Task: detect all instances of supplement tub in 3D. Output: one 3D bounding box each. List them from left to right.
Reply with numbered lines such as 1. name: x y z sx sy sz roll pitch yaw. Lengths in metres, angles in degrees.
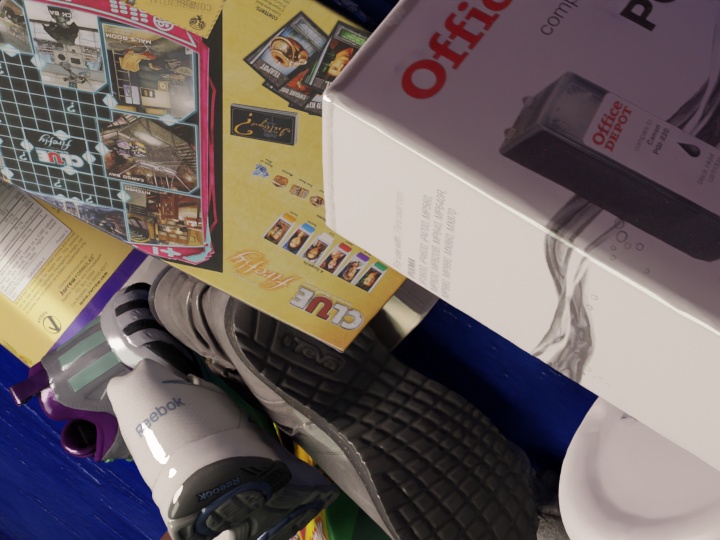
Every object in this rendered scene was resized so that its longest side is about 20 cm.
1. supplement tub: -0.187 -0.045 1.025 0.200 0.145 0.145 40 160 -4
2. supplement tub: 0.185 0.129 0.790 0.132 0.132 0.200 8 145 54

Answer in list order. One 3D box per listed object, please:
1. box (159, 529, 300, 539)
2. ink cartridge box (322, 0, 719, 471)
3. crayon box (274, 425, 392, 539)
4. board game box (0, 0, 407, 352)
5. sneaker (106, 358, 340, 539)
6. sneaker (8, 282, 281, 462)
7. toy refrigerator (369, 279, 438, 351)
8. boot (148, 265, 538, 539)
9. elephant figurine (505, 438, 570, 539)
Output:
1. box: -0.001 0.212 1.227 0.164 0.166 0.200 12 148 52
2. ink cartridge box: 0.108 -0.033 0.551 0.200 0.146 0.085 31 158 17
3. crayon box: -0.011 0.114 1.047 0.127 0.051 0.200 103 153 -67
4. board game box: -0.051 -0.062 0.726 0.200 0.035 0.136 28 120 -23
5. sneaker: -0.066 0.091 0.912 0.087 0.074 0.200 53 174 19
6. sneaker: -0.108 0.075 0.990 0.074 0.087 0.200 64 -174 34
7. toy refrigerator: 0.000 0.000 0.907 0.070 0.076 0.200 38 160 0
8. boot: -0.007 0.067 0.882 0.200 0.070 0.132 52 163 -15
9. elephant figurine: 0.114 0.162 0.977 0.200 0.155 0.142 129 128 -66
